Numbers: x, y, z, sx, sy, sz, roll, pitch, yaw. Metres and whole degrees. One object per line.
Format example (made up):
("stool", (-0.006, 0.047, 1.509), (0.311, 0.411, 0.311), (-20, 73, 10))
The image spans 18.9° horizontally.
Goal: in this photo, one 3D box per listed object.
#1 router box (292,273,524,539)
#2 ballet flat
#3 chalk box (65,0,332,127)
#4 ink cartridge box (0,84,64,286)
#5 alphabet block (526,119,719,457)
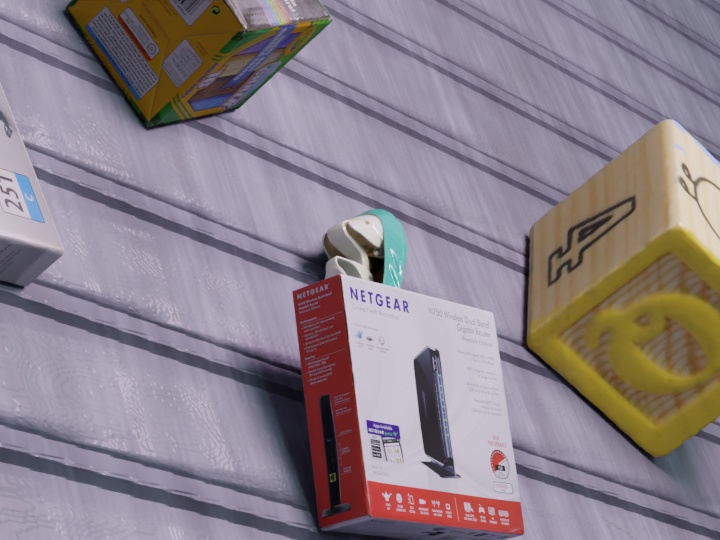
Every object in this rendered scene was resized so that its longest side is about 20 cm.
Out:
("router box", (0.037, 0.109, 1.615), (0.199, 0.049, 0.181), (14, 64, -51))
("ballet flat", (0.000, 0.000, 1.732), (0.071, 0.067, 0.201), (52, 22, -35))
("chalk box", (-0.120, -0.210, 1.761), (0.125, 0.124, 0.200), (53, 25, 9))
("ink cartridge box", (-0.296, -0.094, 1.412), (0.176, 0.045, 0.201), (16, 42, -52))
("alphabet block", (0.285, 0.016, 2.037), (0.195, 0.196, 0.201), (39, 28, -19))
